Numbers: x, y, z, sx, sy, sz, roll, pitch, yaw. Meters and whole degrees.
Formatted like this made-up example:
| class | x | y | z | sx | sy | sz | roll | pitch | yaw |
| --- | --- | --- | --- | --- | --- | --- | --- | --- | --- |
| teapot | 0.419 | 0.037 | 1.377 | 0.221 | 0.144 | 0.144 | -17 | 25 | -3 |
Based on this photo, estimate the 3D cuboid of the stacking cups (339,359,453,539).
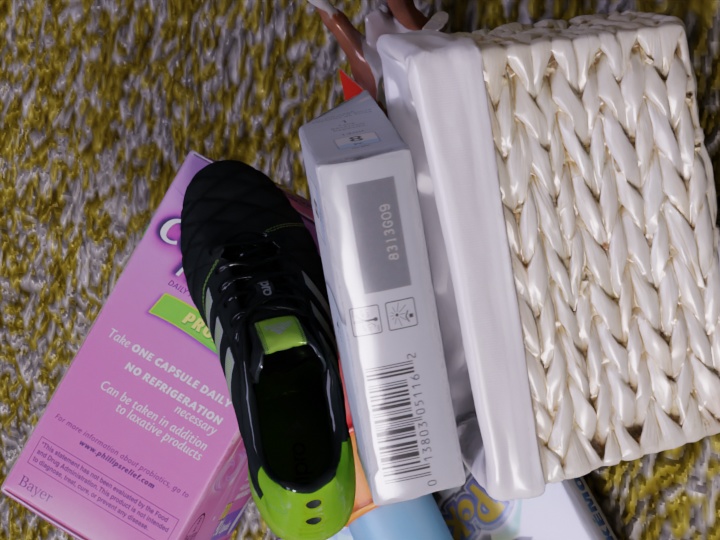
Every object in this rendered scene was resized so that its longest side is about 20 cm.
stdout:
| class | x | y | z | sx | sy | sz | roll | pitch | yaw |
| --- | --- | --- | --- | --- | --- | --- | --- | --- | --- |
| stacking cups | 0.023 | 0.135 | 1.158 | 0.060 | 0.060 | 0.201 | -38 | 73 | 54 |

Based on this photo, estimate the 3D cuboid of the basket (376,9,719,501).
| class | x | y | z | sx | sy | sz | roll | pitch | yaw |
| --- | --- | --- | --- | --- | --- | --- | --- | --- | --- |
| basket | 0.089 | -0.016 | 1.031 | 0.136 | 0.123 | 0.201 | -127 | 26 | -79 |

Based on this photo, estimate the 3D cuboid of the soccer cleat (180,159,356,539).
| class | x | y | z | sx | sy | sz | roll | pitch | yaw |
| --- | --- | --- | --- | --- | --- | --- | --- | --- | --- |
| soccer cleat | -0.040 | 0.028 | 1.082 | 0.081 | 0.067 | 0.201 | 97 | 159 | -64 |

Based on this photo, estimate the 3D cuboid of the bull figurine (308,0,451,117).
| class | x | y | z | sx | sy | sz | roll | pitch | yaw |
| --- | --- | --- | --- | --- | --- | --- | --- | --- | --- |
| bull figurine | 0.043 | -0.084 | 1.160 | 0.122 | 0.065 | 0.200 | 55 | 174 | -39 |

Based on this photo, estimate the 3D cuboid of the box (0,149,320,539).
| class | x | y | z | sx | sy | sz | roll | pitch | yaw |
| --- | --- | --- | --- | --- | --- | --- | --- | --- | --- |
| box | -0.082 | 0.050 | 1.238 | 0.096 | 0.176 | 0.200 | 29 | 92 | 7 |

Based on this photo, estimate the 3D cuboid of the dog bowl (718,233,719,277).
| class | x | y | z | sx | sy | sz | roll | pitch | yaw |
| --- | --- | --- | --- | --- | --- | --- | --- | --- | --- |
| dog bowl | 0.235 | -0.001 | 0.835 | 0.200 | 0.079 | 0.201 | 14 | 117 | 31 |

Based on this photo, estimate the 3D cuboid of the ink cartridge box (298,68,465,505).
| class | x | y | z | sx | sy | sz | roll | pitch | yaw |
| --- | --- | --- | --- | --- | --- | --- | --- | --- | --- |
| ink cartridge box | 0.000 | 0.000 | 1.095 | 0.200 | 0.047 | 0.161 | -121 | 20 | -72 |

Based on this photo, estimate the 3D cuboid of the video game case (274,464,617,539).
| class | x | y | z | sx | sy | sz | roll | pitch | yaw |
| --- | --- | --- | --- | --- | --- | --- | --- | --- | --- |
| video game case | 0.053 | 0.184 | 1.192 | 0.200 | 0.022 | 0.183 | -35 | 77 | 29 |
